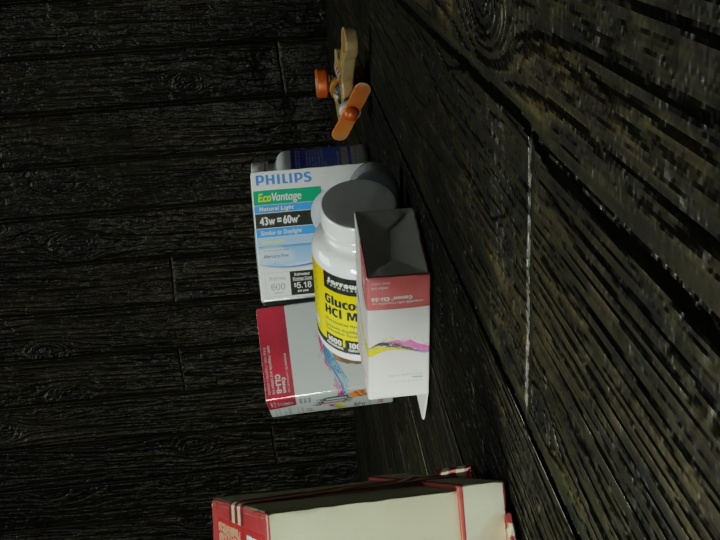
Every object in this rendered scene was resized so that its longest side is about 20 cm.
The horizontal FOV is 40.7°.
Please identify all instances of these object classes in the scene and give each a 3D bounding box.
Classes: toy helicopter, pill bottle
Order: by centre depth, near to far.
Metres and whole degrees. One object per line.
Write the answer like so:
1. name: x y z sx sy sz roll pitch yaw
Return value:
1. pill bottle: 0.000 0.000 1.121 0.113 0.111 0.201 -98 4 -46
2. toy helicopter: -0.023 -0.289 1.471 0.200 0.078 0.134 101 164 -65
3. pill bottle: -0.084 -0.151 1.646 0.112 0.197 0.114 175 90 -87

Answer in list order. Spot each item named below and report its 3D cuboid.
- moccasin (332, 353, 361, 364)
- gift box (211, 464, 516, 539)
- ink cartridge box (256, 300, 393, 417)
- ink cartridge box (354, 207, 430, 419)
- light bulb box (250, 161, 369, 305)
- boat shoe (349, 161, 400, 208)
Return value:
1. moccasin: 0.009 0.034 1.394 0.074 0.077 0.204 59 -143 -59
2. gift box: 0.014 0.232 0.640 0.200 0.185 0.187 169 99 -67
3. ink cartridge box: -0.050 0.131 1.483 0.146 0.197 0.146 92 170 -72
4. ink cartridge box: 0.032 0.051 1.014 0.117 0.067 0.202 -100 6 -53
5. light bulb box: -0.068 -0.055 1.519 0.125 0.196 0.203 136 128 -84
6. boat shoe: 0.016 -0.061 1.191 0.070 0.070 0.201 -94 -2 -46
